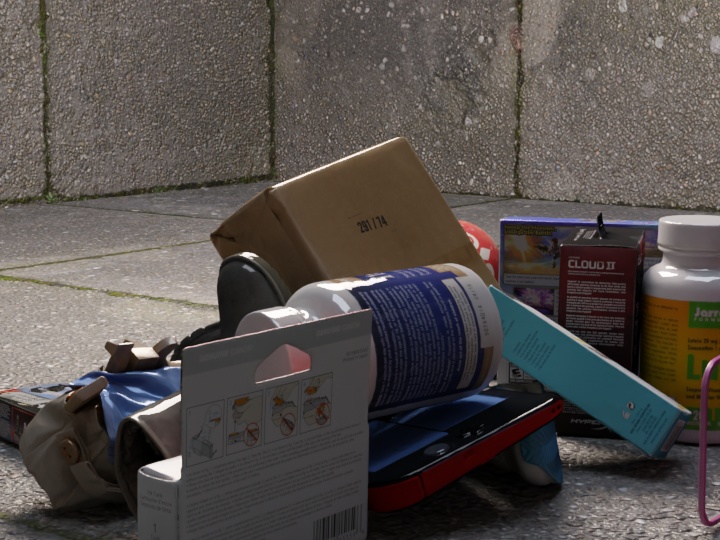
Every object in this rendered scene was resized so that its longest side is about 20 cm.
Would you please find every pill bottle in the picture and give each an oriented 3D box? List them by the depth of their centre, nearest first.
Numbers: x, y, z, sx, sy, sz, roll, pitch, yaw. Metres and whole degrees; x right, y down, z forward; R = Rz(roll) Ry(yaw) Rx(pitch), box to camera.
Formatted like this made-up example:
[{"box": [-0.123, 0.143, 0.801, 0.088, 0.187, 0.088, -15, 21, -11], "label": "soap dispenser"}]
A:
[{"box": [0.005, 0.059, 1.194, 0.199, 0.112, 0.111, -8, 11, -37], "label": "pill bottle"}, {"box": [0.318, 0.052, 1.437, 0.110, 0.202, 0.111, 0, 8, 0], "label": "pill bottle"}]

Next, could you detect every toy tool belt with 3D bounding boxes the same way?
[{"box": [-0.170, 0.113, 1.233, 0.199, 0.123, 0.125, -14, 55, -50], "label": "toy tool belt"}]

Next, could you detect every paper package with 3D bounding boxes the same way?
[{"box": [0.000, 0.000, 1.374, 0.103, 0.191, 0.200, -36, -6, 41], "label": "paper package"}]

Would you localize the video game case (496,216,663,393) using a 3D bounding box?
[{"box": [0.244, 0.038, 1.604, 0.199, 0.183, 0.045, 3, 8, 16], "label": "video game case"}]

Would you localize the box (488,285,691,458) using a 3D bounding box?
[{"box": [0.191, 0.089, 1.350, 0.199, 0.049, 0.082, 34, 4, 21], "label": "box"}]

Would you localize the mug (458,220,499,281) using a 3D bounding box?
[{"box": [0.077, 0.037, 1.948, 0.133, 0.178, 0.200, 40, 25, 13], "label": "mug"}]

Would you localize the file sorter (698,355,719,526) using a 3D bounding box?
[{"box": [0.360, 0.132, 1.119, 0.199, 0.140, 0.125, 6, 13, 36], "label": "file sorter"}]

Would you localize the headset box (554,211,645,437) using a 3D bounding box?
[{"box": [0.233, 0.046, 1.485, 0.077, 0.202, 0.149, 2, 9, 13], "label": "headset box"}]

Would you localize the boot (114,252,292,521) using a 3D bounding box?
[{"box": [-0.120, 0.092, 1.188, 0.072, 0.183, 0.199, -19, 1, 40], "label": "boot"}]

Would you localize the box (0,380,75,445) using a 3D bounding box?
[{"box": [-0.239, 0.138, 1.400, 0.136, 0.040, 0.199, -5, 10, -38], "label": "box"}]

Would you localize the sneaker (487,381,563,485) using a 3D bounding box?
[{"box": [0.126, 0.141, 1.304, 0.080, 0.077, 0.200, -8, 2, 2], "label": "sneaker"}]

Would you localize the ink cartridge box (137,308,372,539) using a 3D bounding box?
[{"box": [-0.068, 0.122, 1.042, 0.043, 0.175, 0.199, 7, 10, 37], "label": "ink cartridge box"}]

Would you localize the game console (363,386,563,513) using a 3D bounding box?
[{"box": [0.041, 0.133, 1.225, 0.176, 0.031, 0.200, -28, 14, -26], "label": "game console"}]

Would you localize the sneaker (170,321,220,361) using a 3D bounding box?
[{"box": [-0.109, 0.084, 1.451, 0.076, 0.091, 0.200, -2, -32, -48], "label": "sneaker"}]
